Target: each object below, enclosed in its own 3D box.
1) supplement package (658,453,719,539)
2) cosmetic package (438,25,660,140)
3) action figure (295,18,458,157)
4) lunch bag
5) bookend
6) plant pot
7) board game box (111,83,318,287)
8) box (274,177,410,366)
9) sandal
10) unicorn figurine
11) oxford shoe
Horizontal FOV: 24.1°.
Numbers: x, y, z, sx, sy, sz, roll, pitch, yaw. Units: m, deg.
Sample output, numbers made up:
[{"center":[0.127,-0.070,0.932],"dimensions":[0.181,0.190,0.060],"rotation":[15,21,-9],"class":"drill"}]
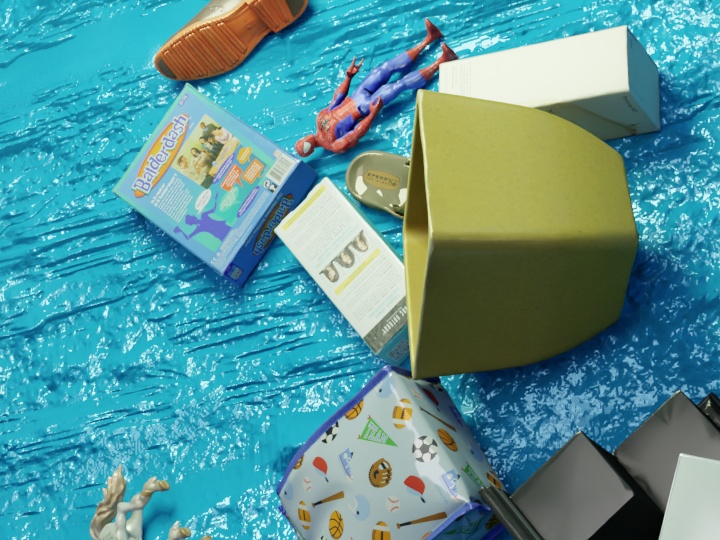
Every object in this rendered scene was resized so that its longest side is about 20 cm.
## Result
[{"center":[0.358,0.254,1.349],"dimensions":[0.199,0.191,0.148],"rotation":[8,74,30],"class":"supplement package"},{"center":[0.186,-0.171,1.666],"dimensions":[0.199,0.103,0.074],"rotation":[-8,68,27],"class":"cosmetic package"},{"center":[0.009,-0.187,1.804],"dimensions":[0.200,0.052,0.066],"rotation":[-40,61,12],"class":"action figure"},{"center":[0.024,0.218,1.587],"dimensions":[0.200,0.124,0.171],"rotation":[-44,58,19],"class":"lunch bag"},{"center":[0.232,0.178,1.444],"dimensions":[0.199,0.200,0.092],"rotation":[-45,57,7],"class":"bookend"},{"center":[0.147,-0.032,1.563],"dimensions":[0.198,0.195,0.197],"rotation":[0,47,-4],"class":"plant pot"},{"center":[-0.163,-0.096,1.862],"dimensions":[0.200,0.045,0.153],"rotation":[36,90,34],"class":"board game box"},{"center":[0.000,0.000,1.731],"dimensions":[0.082,0.049,0.200],"rotation":[-44,56,7],"class":"box"},{"center":[0.062,-0.088,1.729],"dimensions":[0.199,0.054,0.081],"rotation":[14,78,32],"class":"sandal"},{"center":[-0.220,0.305,1.728],"dimensions":[0.138,0.074,0.200],"rotation":[-53,41,12],"class":"unicorn figurine"},{"center":[-0.148,-0.285,1.925],"dimensions":[0.199,0.071,0.073],"rotation":[-27,40,12],"class":"oxford shoe"}]
